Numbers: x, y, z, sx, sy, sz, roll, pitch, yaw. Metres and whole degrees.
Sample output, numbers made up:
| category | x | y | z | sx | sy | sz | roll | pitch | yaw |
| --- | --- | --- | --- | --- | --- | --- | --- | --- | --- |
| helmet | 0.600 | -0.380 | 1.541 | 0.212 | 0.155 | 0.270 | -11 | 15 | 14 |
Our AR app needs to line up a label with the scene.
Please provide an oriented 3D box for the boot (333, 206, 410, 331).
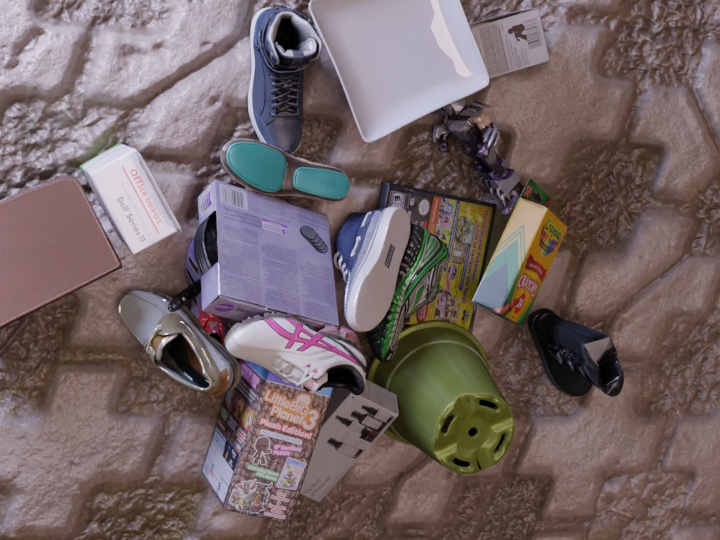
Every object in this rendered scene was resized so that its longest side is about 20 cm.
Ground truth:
| category | x | y | z | sx | sy | sz | roll | pitch | yaw |
| --- | --- | --- | --- | --- | --- | --- | --- | --- | --- |
| boot | 0.000 | 0.000 | 1.536 | 0.073 | 0.090 | 0.201 | 52 | 48 | -38 |

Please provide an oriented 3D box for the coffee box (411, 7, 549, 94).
| category | x | y | z | sx | sy | sz | roll | pitch | yaw |
| --- | --- | --- | --- | --- | --- | --- | --- | --- | --- |
| coffee box | 0.149 | -0.305 | 1.568 | 0.199 | 0.113 | 0.080 | -19 | 104 | -15 |

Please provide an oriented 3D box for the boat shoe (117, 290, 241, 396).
| category | x | y | z | sx | sy | sz | roll | pitch | yaw |
| --- | --- | --- | --- | --- | --- | --- | --- | --- | --- |
| boat shoe | -0.249 | 0.092 | 1.464 | 0.200 | 0.068 | 0.075 | 33 | 105 | 16 |

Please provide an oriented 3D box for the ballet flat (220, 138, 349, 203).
| category | x | y | z | sx | sy | sz | roll | pitch | yaw |
| --- | --- | --- | --- | --- | --- | --- | --- | --- | --- |
| ballet flat | -0.111 | -0.132 | 1.524 | 0.199 | 0.067 | 0.068 | 18 | 88 | -29 |

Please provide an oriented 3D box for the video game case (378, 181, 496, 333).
| category | x | y | z | sx | sy | sz | roll | pitch | yaw |
| --- | --- | --- | --- | --- | --- | --- | --- | --- | --- |
| video game case | 0.100 | -0.016 | 1.641 | 0.180 | 0.025 | 0.201 | 9 | 94 | -20 |

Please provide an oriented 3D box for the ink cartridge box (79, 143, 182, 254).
| category | x | y | z | sx | sy | sz | roll | pitch | yaw |
| --- | --- | --- | --- | --- | --- | --- | --- | --- | --- |
| ink cartridge box | -0.293 | -0.091 | 1.400 | 0.067 | 0.200 | 0.117 | -30 | 106 | -12 |

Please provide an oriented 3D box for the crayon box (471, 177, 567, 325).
| category | x | y | z | sx | sy | sz | roll | pitch | yaw |
| --- | --- | --- | --- | --- | --- | --- | --- | --- | --- |
| crayon box | 0.244 | -0.025 | 1.640 | 0.127 | 0.051 | 0.201 | 23 | 91 | -63 |

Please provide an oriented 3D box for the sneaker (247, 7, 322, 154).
| category | x | y | z | sx | sy | sz | roll | pitch | yaw |
| --- | --- | --- | --- | --- | --- | --- | --- | --- | --- |
| sneaker | -0.100 | -0.249 | 1.474 | 0.077 | 0.146 | 0.203 | -10 | 103 | -19 |

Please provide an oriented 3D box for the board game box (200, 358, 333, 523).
| category | x | y | z | sx | sy | sz | roll | pitch | yaw |
| --- | --- | --- | --- | --- | --- | --- | --- | --- | --- |
| board game box | -0.131 | 0.220 | 1.526 | 0.096 | 0.159 | 0.201 | 17 | 93 | -21 |

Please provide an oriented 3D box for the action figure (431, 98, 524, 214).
| category | x | y | z | sx | sy | sz | roll | pitch | yaw |
| --- | --- | --- | --- | --- | --- | --- | --- | --- | --- |
| action figure | 0.168 | -0.178 | 1.591 | 0.069 | 0.130 | 0.200 | -43 | 120 | -8 |

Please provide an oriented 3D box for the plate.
| category | x | y | z | sx | sy | sz | roll | pitch | yaw |
| --- | --- | --- | --- | --- | --- | --- | --- | --- | --- |
| plate | 0.050 | -0.298 | 1.458 | 0.199 | 0.032 | 0.201 | -27 | 106 | -13 |

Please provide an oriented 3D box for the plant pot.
| category | x | y | z | sx | sy | sz | roll | pitch | yaw |
| --- | --- | --- | --- | --- | --- | --- | --- | --- | --- |
| plant pot | 0.128 | 0.198 | 1.583 | 0.199 | 0.190 | 0.201 | -5 | 108 | -16 |

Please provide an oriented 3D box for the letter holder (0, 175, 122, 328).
| category | x | y | z | sx | sy | sz | roll | pitch | yaw |
| --- | --- | --- | --- | --- | --- | --- | --- | --- | --- |
| letter holder | -0.431 | -0.027 | 1.417 | 0.199 | 0.101 | 0.143 | -28 | 104 | -13 |

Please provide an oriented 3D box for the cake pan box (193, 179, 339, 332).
| category | x | y | z | sx | sy | sz | roll | pitch | yaw |
| --- | --- | --- | --- | --- | --- | --- | --- | --- | --- |
| cake pan box | -0.125 | -0.013 | 1.476 | 0.199 | 0.052 | 0.185 | 16 | 51 | -35 |

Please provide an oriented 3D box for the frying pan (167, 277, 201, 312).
| category | x | y | z | sx | sy | sz | roll | pitch | yaw |
| --- | --- | --- | --- | --- | --- | --- | --- | --- | --- |
| frying pan | -0.190 | -0.017 | 1.495 | 0.190 | 0.031 | 0.115 | -12 | 87 | -47 |

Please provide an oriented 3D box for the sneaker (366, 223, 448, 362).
| category | x | y | z | sx | sy | sz | roll | pitch | yaw |
| --- | --- | --- | --- | --- | --- | --- | --- | --- | --- |
| sneaker | 0.071 | 0.040 | 1.584 | 0.085 | 0.078 | 0.201 | 23 | 89 | -21 |

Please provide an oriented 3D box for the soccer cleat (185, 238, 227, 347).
| category | x | y | z | sx | sy | sz | roll | pitch | yaw |
| --- | --- | --- | --- | --- | --- | --- | --- | --- | --- |
| soccer cleat | -0.206 | 0.049 | 1.517 | 0.066 | 0.076 | 0.201 | 2 | 98 | -19 |

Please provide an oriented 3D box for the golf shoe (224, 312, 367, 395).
| category | x | y | z | sx | sy | sz | roll | pitch | yaw |
| --- | --- | --- | --- | --- | --- | --- | --- | --- | --- |
| golf shoe | -0.077 | 0.110 | 1.416 | 0.199 | 0.092 | 0.073 | 11 | 131 | -29 |

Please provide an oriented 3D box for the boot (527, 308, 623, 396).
| category | x | y | z | sx | sy | sz | roll | pitch | yaw |
| --- | --- | --- | --- | --- | --- | --- | --- | --- | --- |
| boot | 0.339 | 0.145 | 1.654 | 0.066 | 0.200 | 0.165 | -38 | 108 | -10 |

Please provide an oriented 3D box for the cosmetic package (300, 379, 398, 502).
| category | x | y | z | sx | sy | sz | roll | pitch | yaw |
| --- | --- | --- | --- | --- | --- | --- | --- | --- | --- |
| cosmetic package | -0.037 | 0.239 | 1.572 | 0.082 | 0.051 | 0.200 | 29 | 118 | -19 |
